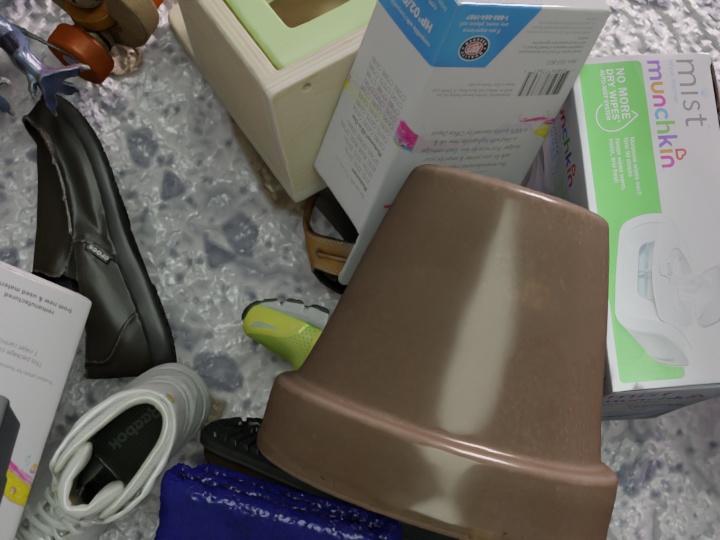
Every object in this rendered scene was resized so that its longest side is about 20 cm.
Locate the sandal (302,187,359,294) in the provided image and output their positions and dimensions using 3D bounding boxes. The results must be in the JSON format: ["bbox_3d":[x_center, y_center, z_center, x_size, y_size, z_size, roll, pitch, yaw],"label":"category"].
[{"bbox_3d":[0.000,0.000,0.866,0.054,0.082,0.201,-35,90,-13],"label":"sandal"}]

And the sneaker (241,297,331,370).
[{"bbox_3d":[0.000,0.091,0.845,0.199,0.078,0.091,33,84,4],"label":"sneaker"}]

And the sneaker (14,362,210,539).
[{"bbox_3d":[-0.178,0.136,0.779,0.074,0.116,0.200,43,93,1],"label":"sneaker"}]

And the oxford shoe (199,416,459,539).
[{"bbox_3d":[-0.018,0.153,0.793,0.199,0.073,0.085,25,108,19],"label":"oxford shoe"}]

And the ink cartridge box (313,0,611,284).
[{"bbox_3d":[0.049,-0.090,0.773,0.114,0.201,0.068,-6,46,-34],"label":"ink cartridge box"}]

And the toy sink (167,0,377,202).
[{"bbox_3d":[-0.042,-0.169,0.839,0.130,0.112,0.201,-28,56,-11],"label":"toy sink"}]

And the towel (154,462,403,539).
[{"bbox_3d":[-0.059,0.215,0.773,0.146,0.050,0.202,14,112,6],"label":"towel"}]

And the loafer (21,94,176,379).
[{"bbox_3d":[-0.183,-0.020,0.849,0.071,0.073,0.202,-21,81,-12],"label":"loafer"}]

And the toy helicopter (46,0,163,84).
[{"bbox_3d":[-0.215,-0.216,0.845,0.199,0.132,0.079,37,77,-9],"label":"toy helicopter"}]

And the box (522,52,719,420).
[{"bbox_3d":[0.167,-0.012,0.832,0.096,0.177,0.202,-3,79,-7],"label":"box"}]

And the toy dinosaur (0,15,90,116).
[{"bbox_3d":[-0.250,-0.159,0.822,0.105,0.201,0.181,-33,59,-25],"label":"toy dinosaur"}]

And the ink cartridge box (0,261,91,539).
[{"bbox_3d":[-0.253,0.096,0.774,0.085,0.147,0.202,24,76,-36],"label":"ink cartridge box"}]

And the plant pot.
[{"bbox_3d":[0.061,0.041,0.715,0.198,0.200,0.176,17,91,-2],"label":"plant pot"}]
